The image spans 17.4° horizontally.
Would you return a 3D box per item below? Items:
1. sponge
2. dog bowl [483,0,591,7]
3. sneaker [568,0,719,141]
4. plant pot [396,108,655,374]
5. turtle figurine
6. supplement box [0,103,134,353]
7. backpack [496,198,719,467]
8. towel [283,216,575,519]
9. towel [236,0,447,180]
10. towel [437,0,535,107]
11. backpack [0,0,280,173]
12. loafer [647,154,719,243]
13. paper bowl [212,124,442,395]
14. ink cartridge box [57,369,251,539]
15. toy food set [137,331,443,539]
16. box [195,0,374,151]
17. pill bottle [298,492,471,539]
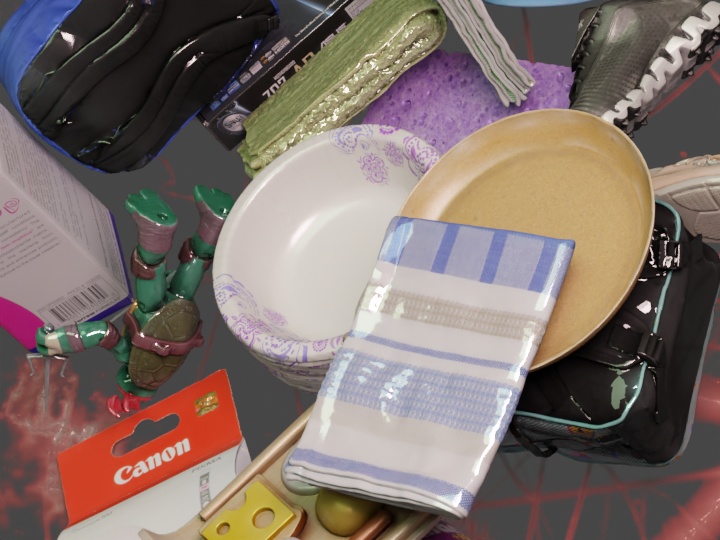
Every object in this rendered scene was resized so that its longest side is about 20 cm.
[{"bbox_3d":[0.094,-0.111,1.808,0.200,0.030,0.112,12,67,34],"label":"sponge"},{"bbox_3d":[0.131,-0.237,1.788,0.111,0.050,0.200,-4,15,-3],"label":"dog bowl"},{"bbox_3d":[0.182,-0.146,1.726,0.090,0.066,0.200,40,69,15],"label":"sneaker"},{"bbox_3d":[0.106,-0.014,1.544,0.200,0.027,0.200,-17,53,24],"label":"plant pot"},{"bbox_3d":[-0.164,0.032,1.811,0.101,0.150,0.200,35,119,18],"label":"turtle figurine"},{"bbox_3d":[-0.278,-0.038,1.860,0.101,0.200,0.103,-28,51,11],"label":"supplement box"},{"bbox_3d":[0.136,0.044,1.602,0.200,0.153,0.176,4,69,28],"label":"backpack"},{"bbox_3d":[0.043,0.058,1.508,0.147,0.024,0.200,10,68,38],"label":"towel"},{"bbox_3d":[-0.018,-0.146,1.846,0.200,0.036,0.148,-43,17,5],"label":"towel"},{"bbox_3d":[0.066,-0.224,1.787,0.031,0.149,0.200,-31,34,6],"label":"towel"},{"bbox_3d":[-0.189,-0.185,1.881,0.200,0.162,0.168,-52,29,3],"label":"backpack"},{"bbox_3d":[0.230,-0.056,1.673,0.200,0.072,0.063,-11,49,27],"label":"loafer"},{"bbox_3d":[0.000,0.000,1.741,0.200,0.104,0.201,-15,55,22],"label":"paper bowl"},{"bbox_3d":[-0.157,0.177,1.756,0.162,0.057,0.200,-27,56,13],"label":"ink cartridge box"},{"bbox_3d":[-0.036,0.146,1.551,0.200,0.060,0.143,-42,49,-11],"label":"toy food set"},{"bbox_3d":[-0.081,-0.217,1.965,0.200,0.044,0.160,-41,50,1],"label":"box"},{"bbox_3d":[0.013,0.206,1.597,0.200,0.112,0.112,32,79,39],"label":"pill bottle"}]
